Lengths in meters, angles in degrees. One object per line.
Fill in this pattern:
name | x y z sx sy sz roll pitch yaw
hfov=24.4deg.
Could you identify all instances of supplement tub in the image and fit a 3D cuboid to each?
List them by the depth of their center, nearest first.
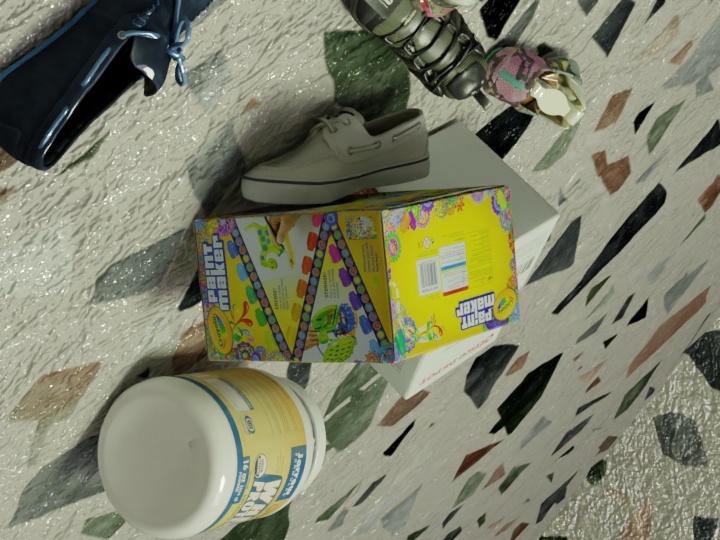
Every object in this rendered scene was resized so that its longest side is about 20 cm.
supplement tub | -0.133 0.165 1.550 0.145 0.145 0.200 -53 158 19

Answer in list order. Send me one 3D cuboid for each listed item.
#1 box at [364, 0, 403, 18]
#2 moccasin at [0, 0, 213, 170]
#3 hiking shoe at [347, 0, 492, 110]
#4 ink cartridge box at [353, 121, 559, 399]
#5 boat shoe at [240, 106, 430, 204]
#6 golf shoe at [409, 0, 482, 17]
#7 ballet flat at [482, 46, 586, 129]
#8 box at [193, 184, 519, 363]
box | -0.051 -0.237 0.948 0.048 0.158 0.200 -46 159 7
moccasin | -0.149 -0.136 1.073 0.200 0.068 0.081 -43 159 -7
hiking shoe | 0.060 -0.189 1.326 0.076 0.101 0.200 -48 159 6
ink cartridge box | 0.069 -0.008 1.613 0.145 0.145 0.200 -30 154 -37
boat shoe | -0.018 -0.102 1.402 0.199 0.071 0.070 -14 111 -38
golf shoe | 0.117 -0.253 1.283 0.200 0.092 0.073 -46 120 -45
ballet flat | 0.181 -0.174 1.626 0.069 0.071 0.200 -53 158 16
box | 0.000 0.000 1.398 0.200 0.192 0.123 -14 101 -54
